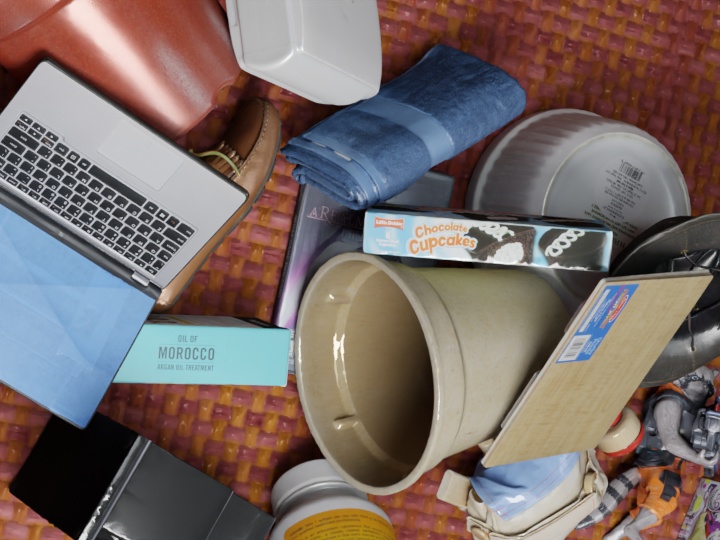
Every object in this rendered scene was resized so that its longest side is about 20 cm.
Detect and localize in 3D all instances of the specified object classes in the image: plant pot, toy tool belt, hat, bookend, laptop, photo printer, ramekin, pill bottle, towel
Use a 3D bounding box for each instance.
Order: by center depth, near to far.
[{"bbox_3d":[-0.221,-0.017,1.366,0.187,0.200,0.116,33,36,-18],"label":"laptop"},{"bbox_3d":[-0.202,-0.200,1.402,0.201,0.201,0.195,-47,119,-14],"label":"plant pot"},{"bbox_3d":[-0.151,0.199,1.444,0.200,0.199,0.092,34,80,-25],"label":"bookend"},{"bbox_3d":[-0.042,-0.224,1.475,0.200,0.069,0.167,15,66,-68],"label":"photo printer"},{"bbox_3d":[-0.017,0.258,1.507,0.110,0.200,0.111,-8,135,-9],"label":"pill bottle"},{"bbox_3d":[0.074,0.075,1.539,0.183,0.200,0.202,-7,97,-36],"label":"plant pot"},{"bbox_3d":[0.039,-0.123,1.545,0.200,0.111,0.049,-32,131,-29],"label":"towel"},{"bbox_3d":[0.269,0.005,1.565,0.200,0.081,0.201,-11,135,-12],"label":"hat"},{"bbox_3d":[0.162,0.166,1.631,0.200,0.125,0.123,-45,119,-16],"label":"toy tool belt"},{"bbox_3d":[0.203,-0.046,1.642,0.199,0.105,0.201,-2,95,-24],"label":"ramekin"}]

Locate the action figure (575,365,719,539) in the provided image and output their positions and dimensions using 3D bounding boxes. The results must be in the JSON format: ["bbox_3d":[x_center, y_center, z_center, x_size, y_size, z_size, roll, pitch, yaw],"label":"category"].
[{"bbox_3d":[0.281,0.168,1.683,0.104,0.200,0.194,21,74,15],"label":"action figure"}]

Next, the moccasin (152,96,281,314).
[{"bbox_3d":[-0.139,-0.063,1.504,0.078,0.074,0.202,41,87,-30],"label":"moccasin"}]

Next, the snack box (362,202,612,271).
[{"bbox_3d":[0.104,-0.029,1.508,0.199,0.116,0.037,5,96,2],"label":"snack box"}]

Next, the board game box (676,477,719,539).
[{"bbox_3d":[0.325,0.300,1.718,0.032,0.120,0.201,26,82,-24],"label":"board game box"}]

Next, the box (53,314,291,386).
[{"bbox_3d":[-0.164,0.064,1.491,0.199,0.082,0.049,3,94,-25],"label":"box"}]

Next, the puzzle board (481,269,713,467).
[{"bbox_3d":[0.193,0.078,1.500,0.150,0.017,0.200,-3,132,-45],"label":"puzzle board"}]

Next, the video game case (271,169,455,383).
[{"bbox_3d":[0.000,0.000,1.599,0.142,0.019,0.201,12,90,-25],"label":"video game case"}]
